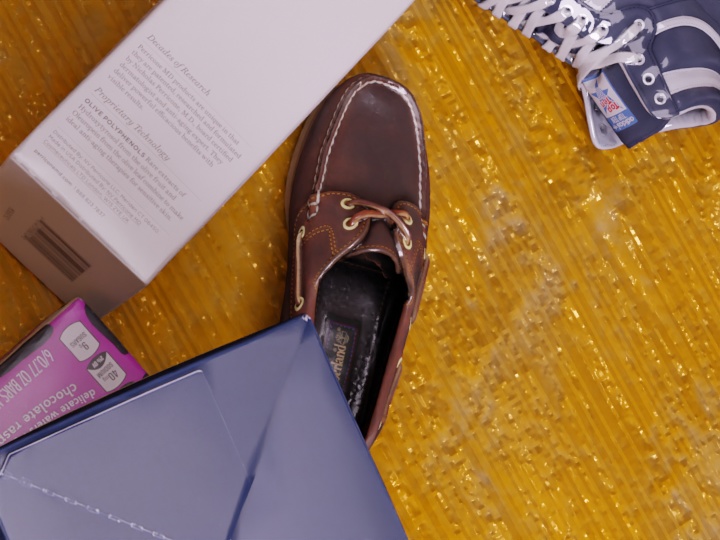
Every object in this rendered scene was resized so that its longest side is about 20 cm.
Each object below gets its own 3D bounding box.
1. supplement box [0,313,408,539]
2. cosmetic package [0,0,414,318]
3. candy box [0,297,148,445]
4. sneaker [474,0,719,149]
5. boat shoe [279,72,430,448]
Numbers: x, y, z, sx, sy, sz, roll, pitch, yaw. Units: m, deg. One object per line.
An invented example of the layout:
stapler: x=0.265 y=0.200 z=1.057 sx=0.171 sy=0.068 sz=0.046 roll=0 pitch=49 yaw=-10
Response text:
supplement box: x=-0.067 y=0.144 z=0.871 sx=0.134 sy=0.200 sz=0.200 roll=-23 pitch=89 yaw=-22
cosmetic package: x=-0.073 y=-0.079 z=1.029 sx=0.085 sy=0.108 sz=0.200 roll=43 pitch=67 yaw=-7
candy box: x=-0.112 y=0.132 z=0.999 sx=0.136 sy=0.061 sz=0.200 roll=-44 pitch=97 yaw=-23
sneaker: x=0.099 y=-0.123 z=1.122 sx=0.199 sy=0.070 sz=0.109 roll=9 pitch=75 yaw=-22
boat shoe: x=0.000 y=0.000 z=1.062 sx=0.070 sy=0.070 sz=0.201 roll=12 pitch=75 yaw=-17
